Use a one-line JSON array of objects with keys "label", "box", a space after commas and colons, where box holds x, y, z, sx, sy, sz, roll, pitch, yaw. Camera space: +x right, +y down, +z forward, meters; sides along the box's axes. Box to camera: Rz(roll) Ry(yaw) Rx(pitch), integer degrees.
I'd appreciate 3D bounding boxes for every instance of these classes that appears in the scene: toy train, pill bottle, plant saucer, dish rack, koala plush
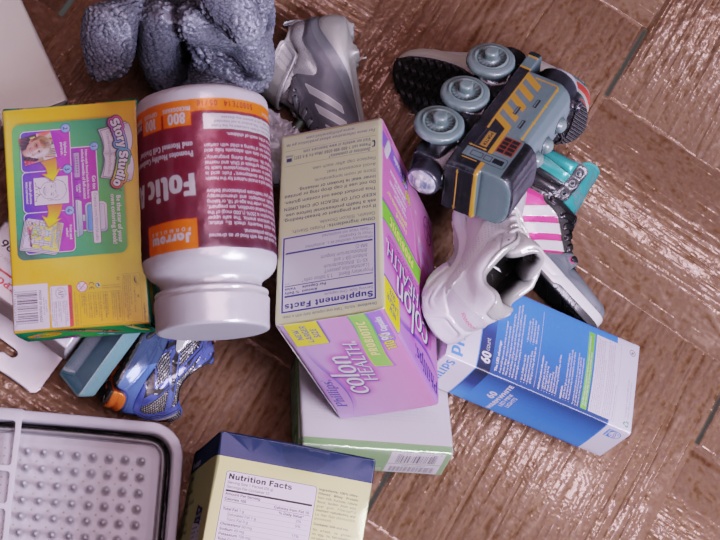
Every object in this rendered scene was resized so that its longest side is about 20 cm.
[{"label": "toy train", "box": [0.123, -0.129, 1.526, 0.114, 0.085, 0.200, 25, 51, 17]}, {"label": "pill bottle", "box": [-0.129, -0.046, 1.403, 0.114, 0.114, 0.200, -1, 79, -14]}, {"label": "plant saucer", "box": [-0.199, 0.026, 1.507, 0.019, 0.070, 0.200, 38, 87, -27]}, {"label": "dish rack", "box": [-0.263, 0.215, 1.481, 0.200, 0.044, 0.172, 6, 76, -9]}, {"label": "koala plush", "box": [-0.135, -0.161, 1.542, 0.177, 0.184, 0.200, -13, 92, 16]}]

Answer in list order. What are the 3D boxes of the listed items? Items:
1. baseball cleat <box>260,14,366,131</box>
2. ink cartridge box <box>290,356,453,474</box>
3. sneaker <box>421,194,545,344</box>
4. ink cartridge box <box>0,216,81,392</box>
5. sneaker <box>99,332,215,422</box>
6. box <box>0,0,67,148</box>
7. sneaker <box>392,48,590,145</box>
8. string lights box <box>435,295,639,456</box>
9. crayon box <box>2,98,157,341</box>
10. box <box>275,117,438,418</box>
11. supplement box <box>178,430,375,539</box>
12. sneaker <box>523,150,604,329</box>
[{"label": "baseball cleat", "box": [-0.041, -0.147, 1.613, 0.106, 0.070, 0.200, -7, 75, -1]}, {"label": "ink cartridge box", "box": [0.007, 0.090, 1.575, 0.145, 0.048, 0.200, 5, 55, -13]}, {"label": "sneaker", "box": [0.131, -0.019, 1.514, 0.078, 0.099, 0.200, 47, 47, -33]}, {"label": "ink cartridge box", "box": [-0.278, -0.002, 1.514, 0.116, 0.068, 0.200, 36, 73, -3]}, {"label": "sneaker", "box": [-0.164, 0.052, 1.537, 0.078, 0.075, 0.200, 34, 76, -20]}, {"label": "box", "box": [-0.343, -0.221, 1.541, 0.068, 0.082, 0.200, -23, 83, -17]}, {"label": "sneaker", "box": [0.133, -0.182, 1.659, 0.200, 0.070, 0.093, 14, 29, 10]}, {"label": "string lights box", "box": [0.161, 0.087, 1.577, 0.200, 0.059, 0.103, 24, 53, -14]}, {"label": "crayon box", "box": [-0.242, -0.044, 1.448, 0.119, 0.058, 0.200, -4, 82, 1]}, {"label": "box", "box": [0.000, 0.000, 1.484, 0.097, 0.176, 0.200, -9, 56, 15]}, {"label": "supplement box", "box": [-0.086, 0.256, 1.434, 0.134, 0.200, 0.200, 12, 76, -10]}, {"label": "sneaker", "box": [0.197, -0.047, 1.633, 0.121, 0.084, 0.200, -40, 88, -8]}]
